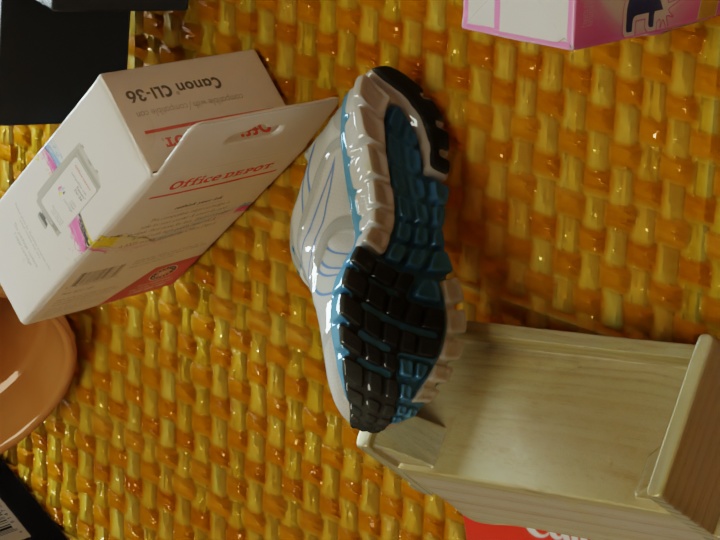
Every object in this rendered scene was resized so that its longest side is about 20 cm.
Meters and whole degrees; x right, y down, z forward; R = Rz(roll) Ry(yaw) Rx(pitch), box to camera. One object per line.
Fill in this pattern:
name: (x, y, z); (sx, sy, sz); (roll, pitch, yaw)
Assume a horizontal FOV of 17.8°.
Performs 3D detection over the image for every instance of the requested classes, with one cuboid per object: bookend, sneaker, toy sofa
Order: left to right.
bookend: (-0.150, -0.158, 1.235); (0.200, 0.092, 0.200); (35, 124, 58)
sneaker: (0.000, 0.000, 1.149); (0.087, 0.075, 0.201); (-36, 39, 41)
toy sofa: (0.106, 0.078, 1.111); (0.199, 0.097, 0.083); (5, 67, 45)

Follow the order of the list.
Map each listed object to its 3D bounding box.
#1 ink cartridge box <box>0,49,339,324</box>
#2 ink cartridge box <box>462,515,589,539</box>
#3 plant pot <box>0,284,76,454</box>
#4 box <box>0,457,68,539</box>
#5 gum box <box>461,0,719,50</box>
ink cartridge box: (-0.113, -0.056, 1.261); (0.200, 0.116, 0.068); (-43, 71, 42)
ink cartridge box: (0.103, 0.187, 1.166); (0.162, 0.050, 0.201); (2, 107, 44)
plant pot: (-0.292, 0.024, 1.425); (0.200, 0.199, 0.140); (-57, 47, 39)
box: (-0.285, 0.227, 1.530); (0.148, 0.104, 0.200); (45, 129, 26)
gum box: (0.107, -0.195, 0.998); (0.066, 0.113, 0.201); (17, 113, 41)
